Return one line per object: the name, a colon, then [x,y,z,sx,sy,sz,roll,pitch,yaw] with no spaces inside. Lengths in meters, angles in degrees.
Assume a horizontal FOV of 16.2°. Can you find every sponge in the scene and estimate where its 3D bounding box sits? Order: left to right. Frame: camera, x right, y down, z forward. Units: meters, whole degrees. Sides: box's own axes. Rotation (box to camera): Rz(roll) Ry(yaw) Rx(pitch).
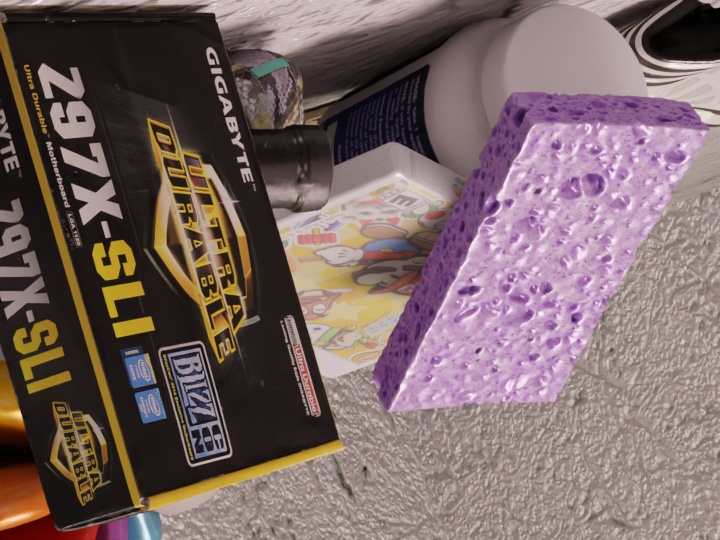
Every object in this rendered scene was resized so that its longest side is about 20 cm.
sponge: [0.090,-0.007,1.316,0.112,0.030,0.200,0,132,-32]

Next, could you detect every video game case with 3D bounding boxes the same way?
video game case: [0.000,0.000,1.375,0.200,0.023,0.182,-22,149,34]

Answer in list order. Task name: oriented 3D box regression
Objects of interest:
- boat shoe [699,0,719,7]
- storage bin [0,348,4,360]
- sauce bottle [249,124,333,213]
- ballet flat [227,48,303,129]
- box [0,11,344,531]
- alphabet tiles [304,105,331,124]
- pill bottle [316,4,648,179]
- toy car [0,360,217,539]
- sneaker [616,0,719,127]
boat shoe: [0.266,-0.165,1.375,0.200,0.069,0.072,-16,176,-29]
storage bin: [-0.260,0.037,1.427,0.134,0.146,0.200,-30,172,22]
sauce bottle: [-0.111,-0.042,1.139,0.200,0.066,0.066,-1,169,-24]
ballet flat: [-0.071,-0.047,1.272,0.072,0.072,0.200,-16,159,-28]
box: [-0.090,-0.005,1.034,0.049,0.200,0.160,-19,176,30]
alphabet tiles: [0.007,-0.097,1.613,0.166,0.006,0.200,-17,176,-5]
pill bottle: [0.064,-0.073,1.403,0.116,0.116,0.200,-15,175,-33]
toy car: [-0.166,0.113,1.294,0.175,0.150,0.200,-4,167,20]
sneaker: [0.234,-0.136,1.574,0.200,0.076,0.115,-12,175,-36]
